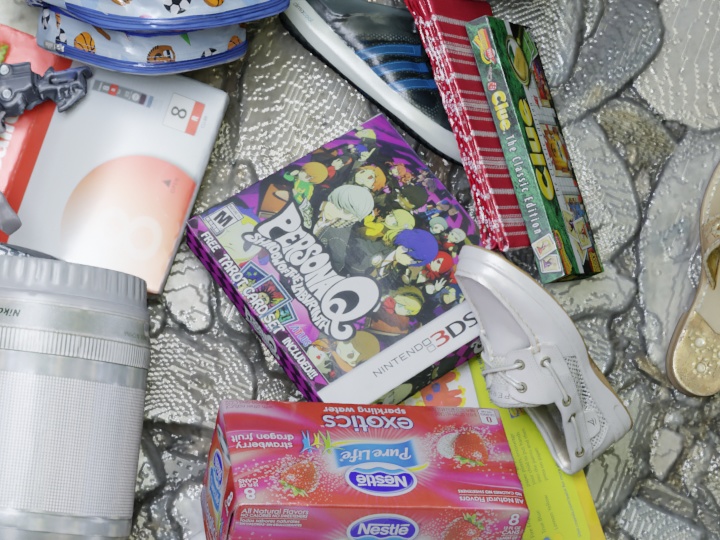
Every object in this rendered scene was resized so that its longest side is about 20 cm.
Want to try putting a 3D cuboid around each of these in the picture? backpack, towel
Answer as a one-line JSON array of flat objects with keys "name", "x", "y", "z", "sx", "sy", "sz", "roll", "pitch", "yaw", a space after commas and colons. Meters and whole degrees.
[{"name": "backpack", "x": -0.145, "y": -0.218, "z": 1.297, "sx": 0.199, "sy": 0.190, "sz": 0.155, "roll": -24, "pitch": 116, "yaw": -35}, {"name": "towel", "x": 0.095, "y": -0.112, "z": 1.379, "sx": 0.022, "sy": 0.144, "sz": 0.202, "roll": -19, "pitch": 86, "yaw": 24}]

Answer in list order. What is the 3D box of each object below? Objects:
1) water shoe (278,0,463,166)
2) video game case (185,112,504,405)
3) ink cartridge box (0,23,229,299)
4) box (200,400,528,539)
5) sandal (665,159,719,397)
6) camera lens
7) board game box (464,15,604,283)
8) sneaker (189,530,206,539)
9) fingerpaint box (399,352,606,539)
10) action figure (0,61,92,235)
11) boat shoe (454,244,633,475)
[{"name": "water shoe", "x": 0.032, "y": -0.159, "z": 1.389, "sx": 0.200, "sy": 0.072, "sz": 0.079, "roll": 40, "pitch": 91, "yaw": -4}, {"name": "video game case", "x": 0.000, "y": 0.000, "z": 1.341, "sx": 0.180, "sy": 0.036, "sz": 0.200, "roll": -29, "pitch": 64, "yaw": -20}, {"name": "ink cartridge box", "x": -0.214, "y": -0.088, "z": 1.356, "sx": 0.199, "sy": 0.050, "sz": 0.163, "roll": 20, "pitch": 80, "yaw": -10}, {"name": "box", "x": 0.001, "y": 0.155, "z": 1.229, "sx": 0.198, "sy": 0.096, "sz": 0.100, "roll": 4, "pitch": 38, "yaw": -15}, {"name": "sandal", "x": 0.297, "y": -0.005, "z": 1.425, "sx": 0.077, "sy": 0.070, "sz": 0.213, "roll": 21, "pitch": 80, "yaw": -7}, {"name": "camera lens", "x": -0.228, "y": 0.099, "z": 1.272, "sx": 0.159, "sy": 0.160, "sz": 0.202, "roll": 7, "pitch": 83, "yaw": -9}, {"name": "board game box", "x": 0.133, "y": -0.090, "z": 1.392, "sx": 0.023, "sy": 0.105, "sz": 0.202, "roll": -19, "pitch": 85, "yaw": 26}, {"name": "sneaker", "x": -0.094, "y": 0.281, "z": 1.278, "sx": 0.084, "sy": 0.072, "sz": 0.201, "roll": -32, "pitch": 116, "yaw": -41}, {"name": "fingerpaint box", "x": 0.070, "y": 0.137, "z": 1.365, "sx": 0.166, "sy": 0.073, "sz": 0.202, "roll": -17, "pitch": 84, "yaw": -12}, {"name": "action figure", "x": -0.288, "y": -0.115, "z": 1.297, "sx": 0.198, "sy": 0.105, "sz": 0.195, "roll": -15, "pitch": 61, "yaw": -3}, {"name": "boat shoe", "x": 0.118, "y": 0.068, "z": 1.281, "sx": 0.069, "sy": 0.071, "sz": 0.200, "roll": -46, "pitch": 119, "yaw": -14}]
